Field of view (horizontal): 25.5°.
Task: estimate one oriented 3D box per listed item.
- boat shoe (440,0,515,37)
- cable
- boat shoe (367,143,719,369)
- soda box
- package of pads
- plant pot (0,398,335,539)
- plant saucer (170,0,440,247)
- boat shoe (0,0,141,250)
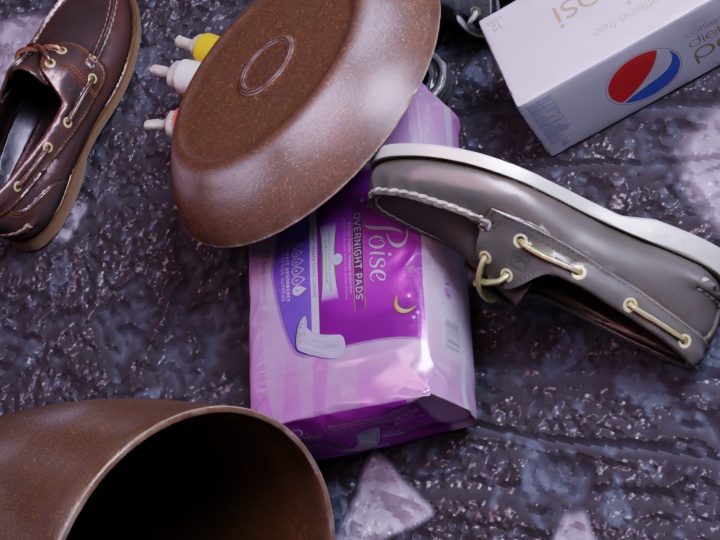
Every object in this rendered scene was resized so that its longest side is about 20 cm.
[{"bbox_3d":[0.072,-0.174,0.945,0.199,0.072,0.071,-24,79,27],"label":"boat shoe"},{"bbox_3d":[-0.045,-0.102,0.983,0.198,0.050,0.098,3,65,29],"label":"cable"},{"bbox_3d":[0.093,-0.009,0.824,0.200,0.072,0.061,20,75,3],"label":"boat shoe"},{"bbox_3d":[0.172,-0.149,0.889,0.199,0.064,0.068,-28,58,12],"label":"soda box"},{"bbox_3d":[0.000,0.000,0.899,0.120,0.076,0.202,-13,62,22],"label":"package of pads"},{"bbox_3d":[-0.148,0.146,0.861,0.199,0.187,0.188,11,72,45],"label":"plant pot"},{"bbox_3d":[-0.043,-0.106,0.896,0.200,0.037,0.201,-32,37,27],"label":"plant saucer"},{"bbox_3d":[-0.205,-0.116,1.061,0.070,0.070,0.202,4,68,29],"label":"boat shoe"}]
